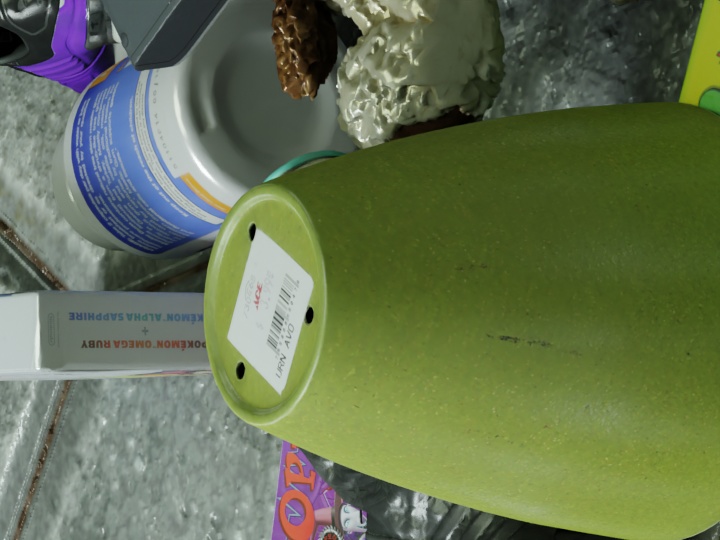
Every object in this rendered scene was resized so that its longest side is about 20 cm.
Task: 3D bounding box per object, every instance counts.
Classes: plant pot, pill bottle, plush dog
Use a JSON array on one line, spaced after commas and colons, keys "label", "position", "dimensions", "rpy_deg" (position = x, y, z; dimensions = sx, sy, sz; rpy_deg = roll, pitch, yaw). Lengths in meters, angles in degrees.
[{"label": "plant pot", "position": [0.045, 0.017, 0.908], "dimensions": [0.187, 0.199, 0.189], "rpy_deg": [-8, 80, 56]}, {"label": "pill bottle", "position": [-0.090, -0.068, 1.182], "dimensions": [0.200, 0.111, 0.113], "rpy_deg": [-17, 77, 59]}, {"label": "plush dog", "position": [0.028, -0.157, 1.008], "dimensions": [0.161, 0.200, 0.172], "rpy_deg": [56, 163, -13]}]

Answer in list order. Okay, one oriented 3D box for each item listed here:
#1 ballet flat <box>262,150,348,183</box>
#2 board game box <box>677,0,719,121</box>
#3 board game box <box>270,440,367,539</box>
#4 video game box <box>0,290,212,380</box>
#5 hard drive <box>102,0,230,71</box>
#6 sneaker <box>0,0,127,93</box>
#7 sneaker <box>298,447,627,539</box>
[{"label": "ballet flat", "position": [0.000, 0.000, 1.026], "dimensions": [0.067, 0.200, 0.063], "rpy_deg": [-30, 74, 2]}, {"label": "board game box", "position": [0.186, -0.068, 0.936], "dimensions": [0.101, 0.047, 0.202], "rpy_deg": [27, 109, 44]}, {"label": "board game box", "position": [0.011, 0.059, 1.146], "dimensions": [0.120, 0.032, 0.202], "rpy_deg": [16, 102, 51]}, {"label": "video game box", "position": [-0.155, 0.037, 1.213], "dimensions": [0.199, 0.181, 0.047], "rpy_deg": [-5, 83, 47]}, {"label": "hard drive", "position": [-0.101, -0.210, 0.983], "dimensions": [0.140, 0.033, 0.201], "rpy_deg": [-45, 65, 47]}, {"label": "sneaker", "position": [-0.176, -0.140, 1.248], "dimensions": [0.200, 0.099, 0.070], "rpy_deg": [138, 123, -78]}, {"label": "sneaker", "position": [0.053, 0.094, 1.053], "dimensions": [0.199, 0.060, 0.105], "rpy_deg": [-5, 93, 38]}]
